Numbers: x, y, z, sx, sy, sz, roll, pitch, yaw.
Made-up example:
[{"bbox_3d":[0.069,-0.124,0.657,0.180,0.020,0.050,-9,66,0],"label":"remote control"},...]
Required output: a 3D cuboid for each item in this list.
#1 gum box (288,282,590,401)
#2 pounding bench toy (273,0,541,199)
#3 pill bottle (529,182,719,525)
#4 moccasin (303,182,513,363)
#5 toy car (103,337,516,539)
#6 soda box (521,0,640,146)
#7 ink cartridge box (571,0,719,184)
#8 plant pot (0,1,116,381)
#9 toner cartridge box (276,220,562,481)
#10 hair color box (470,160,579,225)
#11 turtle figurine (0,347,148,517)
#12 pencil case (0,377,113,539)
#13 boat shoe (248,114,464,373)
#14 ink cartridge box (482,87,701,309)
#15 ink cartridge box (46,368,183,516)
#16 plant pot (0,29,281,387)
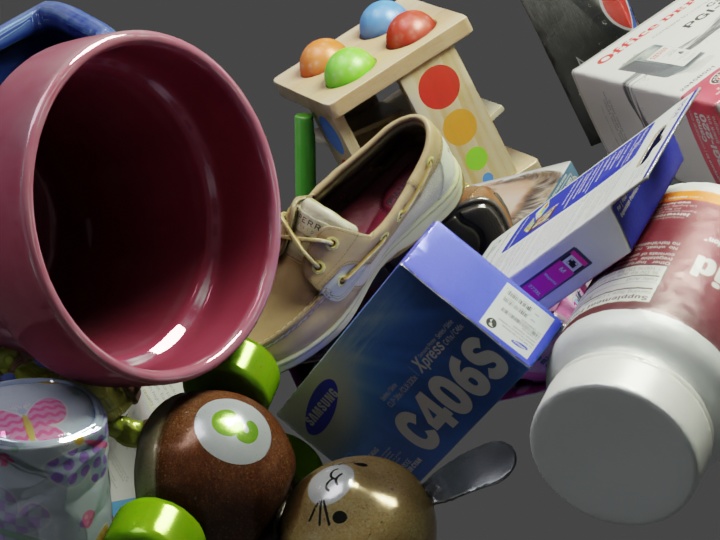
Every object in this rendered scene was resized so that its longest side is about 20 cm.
[{"bbox_3d":[0.066,0.036,1.670,0.200,0.066,0.114,-15,24,29],"label":"gum box"},{"bbox_3d":[0.001,-0.095,1.919,0.200,0.156,0.124,-34,22,-12],"label":"pounding bench toy"},{"bbox_3d":[0.173,0.046,1.458,0.114,0.114,0.200,-13,27,33],"label":"pill bottle"},{"bbox_3d":[-0.001,-0.001,1.638,0.201,0.074,0.078,-31,16,2],"label":"moccasin"},{"bbox_3d":[-0.017,0.136,1.463,0.200,0.158,0.164,-3,41,25],"label":"toy car"},{"bbox_3d":[0.159,-0.197,1.895,0.071,0.200,0.063,-23,23,13],"label":"soda box"},{"bbox_3d":[0.261,-0.131,1.785,0.146,0.085,0.200,-34,21,-15],"label":"ink cartridge box"},{"bbox_3d":[-0.224,-0.048,1.710,0.200,0.180,0.200,-32,20,-11],"label":"plant pot"},{"bbox_3d":[0.031,0.059,1.505,0.043,0.095,0.200,-49,-2,-37],"label":"toner cartridge box"},{"bbox_3d":[0.058,-0.009,1.789,0.200,0.061,0.100,-13,27,33],"label":"hair color box"},{"bbox_3d":[-0.169,0.060,1.578,0.064,0.200,0.161,110,-173,-47],"label":"turtle figurine"},{"bbox_3d":[-0.183,0.160,1.455,0.091,0.200,0.083,13,27,23],"label":"pencil case"},{"bbox_3d":[-0.020,-0.019,1.563,0.074,0.066,0.200,29,66,33],"label":"boat shoe"},{"bbox_3d":[0.128,-0.024,1.500,0.200,0.037,0.095,-41,10,45],"label":"ink cartridge box"},{"bbox_3d":[-0.179,0.113,1.714,0.125,0.129,0.200,-16,24,28],"label":"ink cartridge box"},{"bbox_3d":[-0.175,-0.030,1.494,0.179,0.200,0.200,-5,31,44],"label":"plant pot"}]
